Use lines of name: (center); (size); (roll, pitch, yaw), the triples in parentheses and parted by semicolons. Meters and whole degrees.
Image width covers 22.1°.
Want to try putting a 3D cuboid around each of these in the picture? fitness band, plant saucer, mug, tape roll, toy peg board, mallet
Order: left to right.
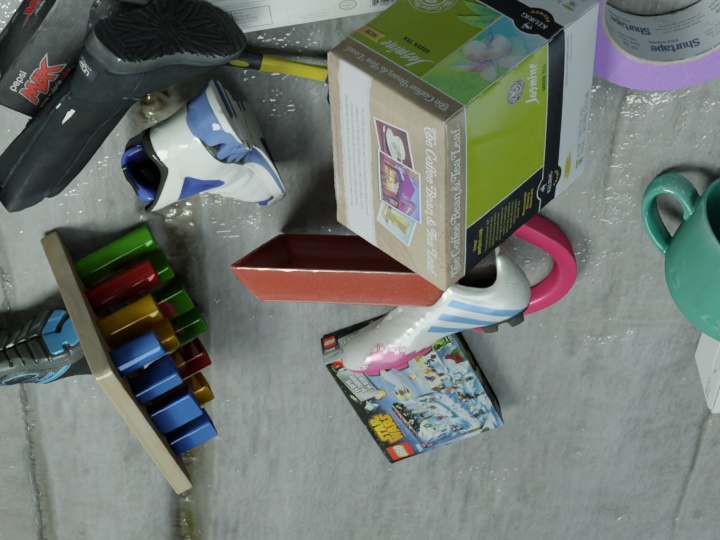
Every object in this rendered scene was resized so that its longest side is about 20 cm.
toy peg board: (-0.197, 0.069, 1.750); (0.098, 0.199, 0.200); (-29, 137, -2)
mallet: (-0.076, -0.187, 1.598); (0.199, 0.041, 0.066); (14, 135, -18)
plant saucer: (0.000, 0.000, 1.679); (0.199, 0.200, 0.037); (3, 100, 10)
fitness band: (0.123, -0.009, 1.831); (0.200, 0.037, 0.144); (24, 126, -33)
tape roll: (0.266, -0.249, 1.568); (0.199, 0.066, 0.200); (-5, 138, -4)
mug: (0.366, -0.012, 1.802); (0.152, 0.185, 0.115); (-13, 148, -34)

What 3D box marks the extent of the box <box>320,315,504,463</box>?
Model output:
box: (0.057, 0.119, 1.954); (0.137, 0.040, 0.200); (-20, 137, 10)

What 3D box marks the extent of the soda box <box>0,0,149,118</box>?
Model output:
soda box: (-0.233, -0.213, 1.518); (0.071, 0.063, 0.200); (21, 131, -29)

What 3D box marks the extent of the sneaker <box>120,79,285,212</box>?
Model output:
sneaker: (-0.144, -0.099, 1.604); (0.115, 0.081, 0.199); (-24, 164, 7)

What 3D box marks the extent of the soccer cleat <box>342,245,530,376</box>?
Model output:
soccer cleat: (0.066, 0.034, 1.798); (0.199, 0.070, 0.087); (-21, 119, 7)

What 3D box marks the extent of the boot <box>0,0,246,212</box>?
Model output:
boot: (-0.204, -0.134, 1.526); (0.165, 0.066, 0.200); (-13, 152, -47)

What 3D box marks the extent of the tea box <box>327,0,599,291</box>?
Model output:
tea box: (0.086, -0.130, 1.550); (0.197, 0.133, 0.200); (-39, 147, -29)

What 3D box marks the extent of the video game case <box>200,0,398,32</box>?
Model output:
video game case: (-0.042, -0.280, 1.498); (0.199, 0.036, 0.182); (-10, 139, 0)

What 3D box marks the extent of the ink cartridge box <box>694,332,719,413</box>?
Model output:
ink cartridge box: (0.468, 0.071, 1.942); (0.199, 0.084, 0.145); (-3, 137, -7)

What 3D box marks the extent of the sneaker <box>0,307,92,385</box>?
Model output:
sneaker: (-0.349, 0.091, 1.814); (0.199, 0.073, 0.082); (-6, 152, 17)
